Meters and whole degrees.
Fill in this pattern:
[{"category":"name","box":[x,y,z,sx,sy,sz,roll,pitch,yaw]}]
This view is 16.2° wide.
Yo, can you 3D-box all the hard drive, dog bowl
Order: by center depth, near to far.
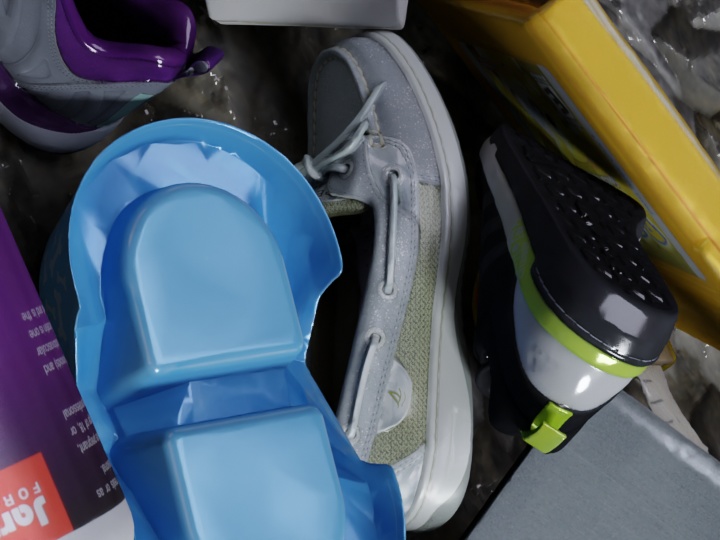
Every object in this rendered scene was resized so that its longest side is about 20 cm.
[{"category":"dog bowl","box":[-0.054,0.048,0.906,0.111,0.050,0.200,-8,78,-35]},{"category":"hard drive","box":[0.127,0.152,0.974,0.200,0.033,0.140,36,83,2]}]

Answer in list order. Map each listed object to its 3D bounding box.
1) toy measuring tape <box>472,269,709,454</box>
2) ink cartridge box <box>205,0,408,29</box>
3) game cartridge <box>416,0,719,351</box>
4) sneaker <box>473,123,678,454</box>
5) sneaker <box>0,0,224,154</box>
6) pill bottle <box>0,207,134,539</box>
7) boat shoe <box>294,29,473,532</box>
[{"category":"toy measuring tape","box":[0.096,0.047,1.060,0.073,0.074,0.200,5,55,-47]},{"category":"ink cartridge box","box":[-0.017,-0.218,1.004,0.145,0.084,0.200,83,12,-56]},{"category":"game cartridge","box":[0.110,-0.043,1.074,0.032,0.176,0.200,-38,106,-5]},{"category":"sneaker","box":[0.064,0.008,0.965,0.072,0.083,0.200,30,17,-10]},{"category":"sneaker","box":[-0.135,-0.129,0.881,0.200,0.087,0.075,43,46,-27]},{"category":"pill bottle","box":[-0.138,0.047,0.744,0.112,0.112,0.200,-25,92,-50]},{"category":"boat shoe","box":[-0.001,0.001,0.988,0.065,0.074,0.202,4,76,-29]}]
